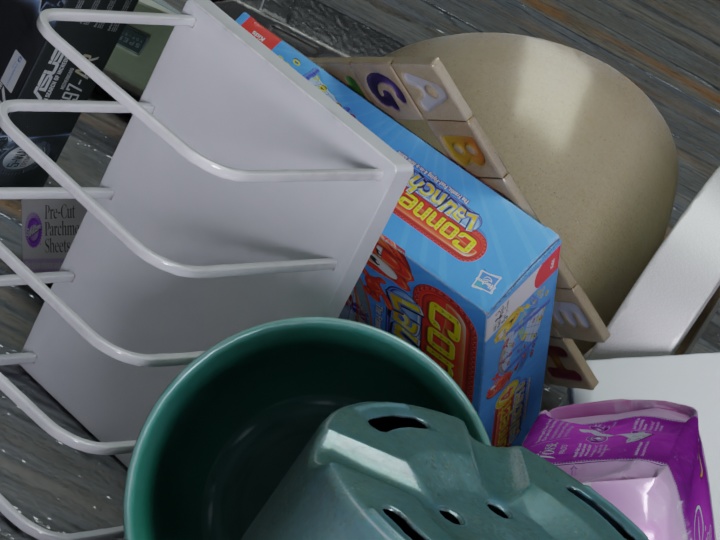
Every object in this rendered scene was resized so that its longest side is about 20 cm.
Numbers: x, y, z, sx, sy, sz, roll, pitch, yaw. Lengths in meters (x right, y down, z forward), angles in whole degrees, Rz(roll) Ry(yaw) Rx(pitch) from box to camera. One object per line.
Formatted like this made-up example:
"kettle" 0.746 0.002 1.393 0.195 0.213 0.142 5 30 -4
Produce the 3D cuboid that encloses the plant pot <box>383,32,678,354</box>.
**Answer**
"plant pot" 0.069 -0.011 1.627 0.200 0.200 0.135 24 47 -16

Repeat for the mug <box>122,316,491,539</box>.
"mug" -0.022 0.115 1.219 0.152 0.186 0.114 15 -5 2

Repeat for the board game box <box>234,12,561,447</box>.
"board game box" 0.000 0.000 1.457 0.196 0.200 0.056 36 64 20

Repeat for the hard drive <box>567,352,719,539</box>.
"hard drive" 0.172 0.125 1.411 0.131 0.027 0.200 -3 50 0

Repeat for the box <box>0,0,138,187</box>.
"box" -0.179 -0.166 1.595 0.043 0.200 0.160 12 26 -41

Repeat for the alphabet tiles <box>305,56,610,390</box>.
"alphabet tiles" 0.036 -0.022 1.441 0.167 0.008 0.200 5 -46 55

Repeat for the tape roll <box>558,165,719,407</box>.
"tape roll" 0.158 0.031 1.581 0.037 0.203 0.203 33 19 8

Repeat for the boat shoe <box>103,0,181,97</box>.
"boat shoe" -0.151 -0.144 1.807 0.200 0.070 0.072 32 -5 19

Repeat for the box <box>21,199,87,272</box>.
"box" -0.097 -0.018 1.423 0.039 0.042 0.200 0 0 -36

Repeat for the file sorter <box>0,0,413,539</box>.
"file sorter" -0.102 0.002 1.289 0.139 0.200 0.124 40 26 29

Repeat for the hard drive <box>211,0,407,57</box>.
"hard drive" -0.017 -0.081 1.710 0.200 0.140 0.038 27 44 -10

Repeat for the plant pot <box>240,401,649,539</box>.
"plant pot" 0.007 0.165 1.030 0.200 0.196 0.200 25 19 -9

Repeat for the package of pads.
"package of pads" 0.109 0.160 1.207 0.075 0.201 0.121 -5 11 14
